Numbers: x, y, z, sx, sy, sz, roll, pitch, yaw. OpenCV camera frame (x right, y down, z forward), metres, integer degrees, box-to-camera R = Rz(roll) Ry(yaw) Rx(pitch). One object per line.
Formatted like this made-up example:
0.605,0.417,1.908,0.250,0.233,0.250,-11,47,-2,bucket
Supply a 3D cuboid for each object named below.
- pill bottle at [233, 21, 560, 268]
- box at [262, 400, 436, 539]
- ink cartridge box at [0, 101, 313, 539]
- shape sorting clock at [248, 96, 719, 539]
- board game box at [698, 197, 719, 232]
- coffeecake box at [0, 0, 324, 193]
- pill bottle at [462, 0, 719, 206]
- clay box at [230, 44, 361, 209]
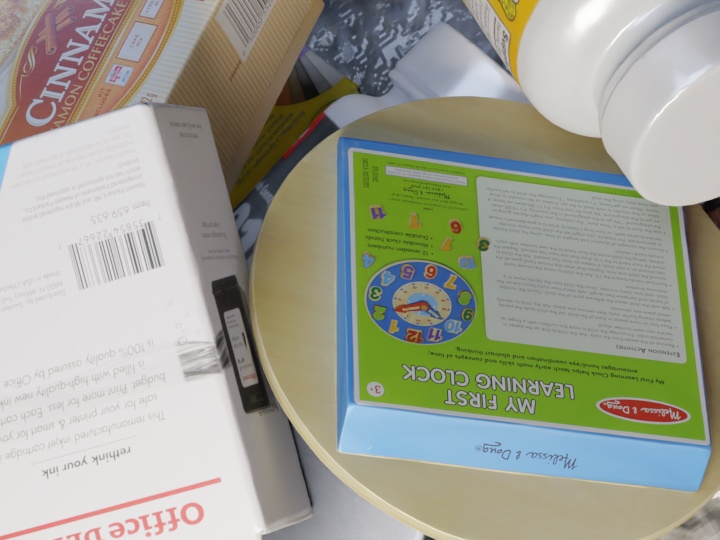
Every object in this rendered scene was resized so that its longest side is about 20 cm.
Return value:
0.000,0.000,1.088,0.200,0.114,0.114,-48,50,2,pill bottle
-0.058,0.133,1.013,0.157,0.051,0.200,18,101,13,box
-0.093,0.050,0.954,0.116,0.067,0.200,-15,87,14,ink cartridge box
0.056,0.019,0.977,0.200,0.039,0.200,9,52,-11,shape sorting clock
0.173,0.017,1.017,0.200,0.034,0.136,20,76,38,board game box
-0.141,-0.086,1.103,0.200,0.073,0.154,13,65,29,coffeecake box
0.094,-0.124,1.014,0.113,0.113,0.200,-37,56,11,pill bottle
-0.088,-0.078,1.189,0.200,0.048,0.115,40,83,14,clay box
